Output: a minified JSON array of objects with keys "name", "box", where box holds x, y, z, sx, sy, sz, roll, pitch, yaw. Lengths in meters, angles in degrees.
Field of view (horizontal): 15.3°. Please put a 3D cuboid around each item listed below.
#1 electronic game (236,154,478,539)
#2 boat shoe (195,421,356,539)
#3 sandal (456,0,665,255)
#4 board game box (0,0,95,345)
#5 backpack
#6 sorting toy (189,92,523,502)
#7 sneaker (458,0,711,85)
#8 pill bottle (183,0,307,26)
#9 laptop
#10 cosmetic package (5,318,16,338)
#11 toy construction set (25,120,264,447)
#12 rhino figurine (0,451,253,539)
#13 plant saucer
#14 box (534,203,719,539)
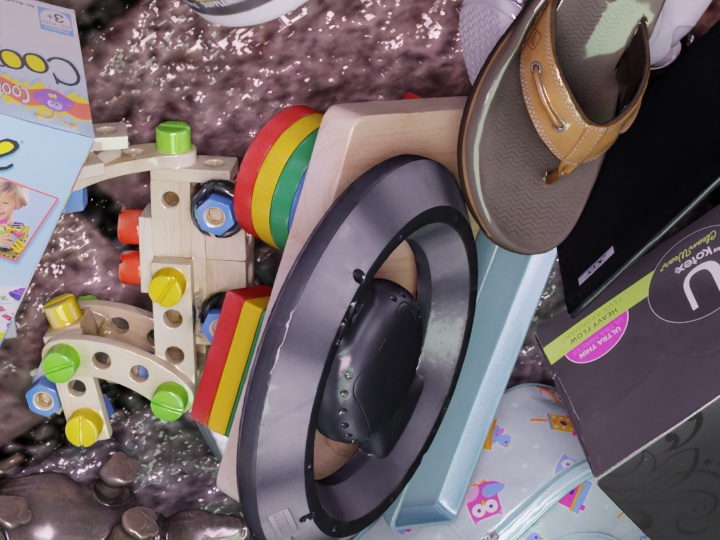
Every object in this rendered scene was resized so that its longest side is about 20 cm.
[{"name":"electronic game","box":[0.000,0.042,1.261,0.042,0.200,0.200,19,136,23]},{"name":"boat shoe","box":[-0.034,0.116,1.501,0.067,0.074,0.200,-32,142,-5]},{"name":"sandal","box":[0.108,-0.093,1.243,0.082,0.055,0.200,15,112,-31]},{"name":"board game box","box":[-0.208,-0.026,1.238,0.105,0.103,0.200,14,125,-23]},{"name":"backpack","box":[0.089,0.171,1.498,0.200,0.153,0.176,-54,142,-1]},{"name":"sorting toy","box":[0.000,0.000,1.344,0.200,0.070,0.199,-8,120,-56]},{"name":"sneaker","box":[0.109,-0.174,1.277,0.115,0.075,0.200,-12,120,-22]},{"name":"pill bottle","box":[-0.090,-0.207,1.171,0.114,0.114,0.200,-35,128,16]},{"name":"laptop","box":[0.189,-0.060,1.323,0.177,0.103,0.200,-44,151,23]},{"name":"cosmetic package","box":[-0.253,-0.045,1.315,0.151,0.052,0.200,-6,131,-5]},{"name":"toy construction set","box":[-0.117,-0.004,1.362,0.131,0.092,0.200,3,128,10]},{"name":"rhino figurine","box":[-0.143,0.143,1.492,0.200,0.060,0.087,10,147,-22]},{"name":"plant saucer","box":[0.060,0.039,1.383,0.070,0.019,0.200,3,111,-59]},{"name":"box","box":[0.213,0.083,1.394,0.148,0.124,0.200,-36,127,13]}]
